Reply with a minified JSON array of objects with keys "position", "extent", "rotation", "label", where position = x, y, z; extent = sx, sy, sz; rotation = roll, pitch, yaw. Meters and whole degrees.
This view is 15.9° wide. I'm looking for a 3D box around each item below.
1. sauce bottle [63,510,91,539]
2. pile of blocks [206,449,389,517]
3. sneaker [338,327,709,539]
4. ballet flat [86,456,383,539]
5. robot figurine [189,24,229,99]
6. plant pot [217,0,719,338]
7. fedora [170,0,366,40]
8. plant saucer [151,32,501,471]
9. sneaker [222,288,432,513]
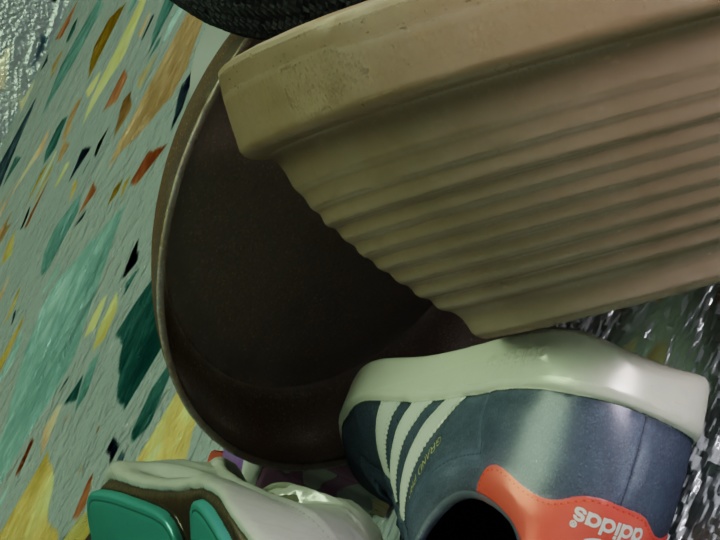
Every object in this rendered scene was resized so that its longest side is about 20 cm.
[{"position":[-0.121,0.158,1.096],"extent":[0.065,0.065,0.200],"rotation":[-57,-1,24],"label":"sauce bottle"},{"position":[-0.046,0.100,1.027],"extent":[0.200,0.062,0.082],"rotation":[-54,17,33],"label":"pile of blocks"},{"position":[0.034,0.073,0.771],"extent":[0.200,0.075,0.085],"rotation":[148,140,-71],"label":"sneaker"},{"position":[-0.028,0.088,0.783],"extent":[0.070,0.069,0.200],"rotation":[-65,22,-3],"label":"ballet flat"},{"position":[-0.007,-0.077,1.096],"extent":[0.170,0.113,0.200],"rotation":[-41,11,-7],"label":"robot figurine"},{"position":[0.069,-0.038,0.709],"extent":[0.201,0.200,0.093],"rotation":[162,92,-71],"label":"plant pot"},{"position":[0.000,-0.161,0.723],"extent":[0.092,0.201,0.201],"rotation":[-16,-28,-45],"label":"fedora"},{"position":[0.004,-0.030,0.840],"extent":[0.032,0.200,0.200],"rotation":[31,96,40],"label":"plant saucer"},{"position":[0.000,0.000,0.950],"extent":[0.088,0.080,0.200],"rotation":[16,73,42],"label":"sneaker"}]
